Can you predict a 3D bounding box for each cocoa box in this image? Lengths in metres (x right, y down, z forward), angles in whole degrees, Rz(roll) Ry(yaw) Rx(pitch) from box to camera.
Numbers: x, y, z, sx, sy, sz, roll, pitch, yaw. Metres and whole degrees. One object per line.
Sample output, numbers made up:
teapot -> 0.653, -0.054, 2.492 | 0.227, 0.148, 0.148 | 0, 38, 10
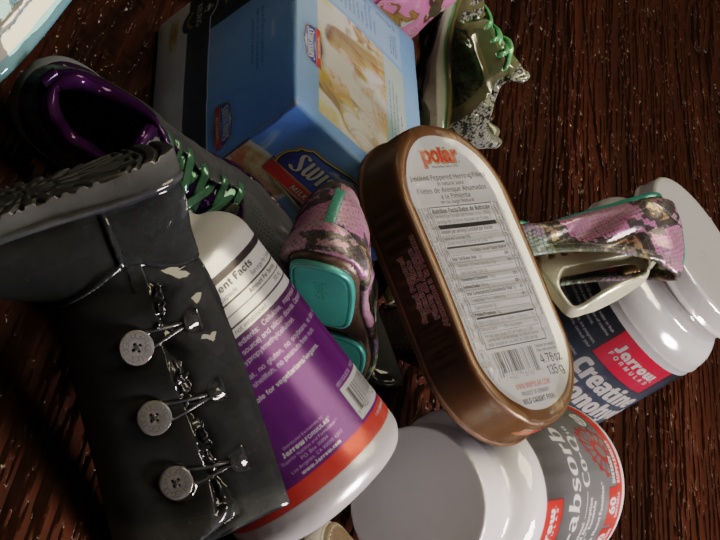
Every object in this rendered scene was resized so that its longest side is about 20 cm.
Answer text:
cocoa box -> -0.047, -0.098, 1.299 | 0.133, 0.131, 0.201 | 41, 29, -32

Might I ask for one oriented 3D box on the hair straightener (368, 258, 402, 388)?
hair straightener -> 0.000, 0.000, 1.334 | 0.041, 0.077, 0.201 | 19, 42, -28

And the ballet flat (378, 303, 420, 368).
ballet flat -> 0.062, 0.048, 1.318 | 0.067, 0.047, 0.200 | 10, 8, -22

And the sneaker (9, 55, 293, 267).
sneaker -> -0.113, -0.049, 1.143 | 0.200, 0.075, 0.087 | 34, -5, -16

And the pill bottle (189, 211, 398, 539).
pill bottle -> -0.076, 0.048, 1.097 | 0.200, 0.112, 0.113 | 52, 25, -9

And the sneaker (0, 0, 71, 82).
sneaker -> -0.209, -0.204, 1.110 | 0.131, 0.079, 0.200 | 46, 56, -25

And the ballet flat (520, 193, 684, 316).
ballet flat -> 0.122, -0.001, 1.329 | 0.069, 0.199, 0.072 | 95, -17, -66

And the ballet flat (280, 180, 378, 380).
ballet flat -> -0.016, 0.014, 1.181 | 0.200, 0.069, 0.071 | 94, 14, -60

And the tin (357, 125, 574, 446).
tin -> 0.066, 0.006, 1.197 | 0.112, 0.042, 0.201 | -5, 70, -55

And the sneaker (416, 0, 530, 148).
sneaker -> 0.092, -0.176, 1.574 | 0.088, 0.201, 0.077 | 3, 37, -9

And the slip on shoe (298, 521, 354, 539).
slip on shoe -> 0.031, 0.221, 1.116 | 0.201, 0.060, 0.076 | 63, 21, -11

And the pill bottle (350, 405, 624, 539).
pill bottle -> 0.082, 0.143, 1.273 | 0.200, 0.116, 0.116 | 3, 58, -60

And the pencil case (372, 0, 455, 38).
pencil case -> 0.006, -0.187, 1.429 | 0.086, 0.200, 0.083 | 35, 22, -40

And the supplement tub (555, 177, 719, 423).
supplement tub -> 0.169, 0.035, 1.461 | 0.140, 0.200, 0.141 | 42, 29, -30

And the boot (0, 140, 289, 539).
boot -> -0.140, 0.055, 1.003 | 0.066, 0.164, 0.201 | -112, -175, -72

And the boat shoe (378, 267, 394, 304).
boat shoe -> 0.046, -0.029, 1.460 | 0.066, 0.074, 0.199 | 55, 24, 2
